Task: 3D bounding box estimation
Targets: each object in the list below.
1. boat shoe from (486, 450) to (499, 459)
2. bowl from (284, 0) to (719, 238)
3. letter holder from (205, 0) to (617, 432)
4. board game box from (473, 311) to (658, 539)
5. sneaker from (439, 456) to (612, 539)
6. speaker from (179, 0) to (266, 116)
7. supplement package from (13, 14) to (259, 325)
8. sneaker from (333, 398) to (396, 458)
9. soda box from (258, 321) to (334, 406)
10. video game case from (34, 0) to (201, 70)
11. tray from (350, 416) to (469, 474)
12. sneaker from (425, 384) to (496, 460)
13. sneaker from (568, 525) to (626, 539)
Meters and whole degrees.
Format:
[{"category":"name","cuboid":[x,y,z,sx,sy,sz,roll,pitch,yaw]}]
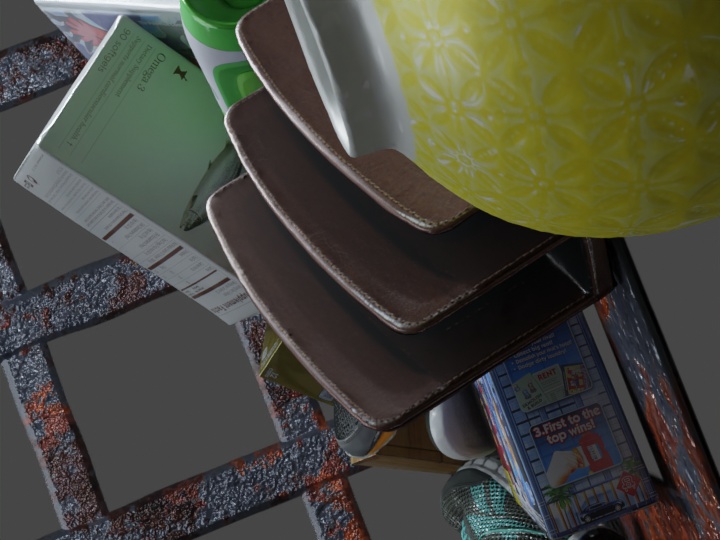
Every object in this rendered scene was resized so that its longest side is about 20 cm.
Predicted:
[{"category":"boat shoe","cuboid":[0.089,0.087,1.093,0.201,0.071,0.062,-110,-5,-55]},{"category":"bowl","cuboid":[0.032,-0.092,0.435,0.200,0.107,0.202,158,90,-87]},{"category":"letter holder","cuboid":[0.000,-0.042,0.636,0.200,0.141,0.101,49,168,43]},{"category":"board game box","cuboid":[0.090,0.037,0.766,0.200,0.061,0.202,74,177,-86]},{"category":"sneaker","cuboid":[0.097,0.191,0.937,0.078,0.091,0.200,61,160,-15]},{"category":"speaker","cuboid":[-0.049,-0.120,0.834,0.200,0.088,0.089,69,179,-61]},{"category":"supplement package","cuboid":[-0.130,-0.067,0.972,0.199,0.118,0.117,34,160,-14]},{"category":"sneaker","cuboid":[-0.006,0.027,0.855,0.078,0.076,0.202,-120,31,-64]},{"category":"soda box","cuboid":[0.000,0.000,0.939,0.201,0.064,0.068,-55,19,35]},{"category":"video game case","cuboid":[-0.123,-0.140,0.989,0.199,0.023,0.182,13,155,40]},{"category":"tray","cuboid":[0.036,0.052,1.041,0.037,0.098,0.202,-30,57,48]},{"category":"sneaker","cuboid":[0.048,0.084,0.923,0.071,0.098,0.200,63,-159,-15]},{"category":"sneaker","cuboid":[0.157,0.240,0.849,0.072,0.071,0.201,34,148,58]}]
